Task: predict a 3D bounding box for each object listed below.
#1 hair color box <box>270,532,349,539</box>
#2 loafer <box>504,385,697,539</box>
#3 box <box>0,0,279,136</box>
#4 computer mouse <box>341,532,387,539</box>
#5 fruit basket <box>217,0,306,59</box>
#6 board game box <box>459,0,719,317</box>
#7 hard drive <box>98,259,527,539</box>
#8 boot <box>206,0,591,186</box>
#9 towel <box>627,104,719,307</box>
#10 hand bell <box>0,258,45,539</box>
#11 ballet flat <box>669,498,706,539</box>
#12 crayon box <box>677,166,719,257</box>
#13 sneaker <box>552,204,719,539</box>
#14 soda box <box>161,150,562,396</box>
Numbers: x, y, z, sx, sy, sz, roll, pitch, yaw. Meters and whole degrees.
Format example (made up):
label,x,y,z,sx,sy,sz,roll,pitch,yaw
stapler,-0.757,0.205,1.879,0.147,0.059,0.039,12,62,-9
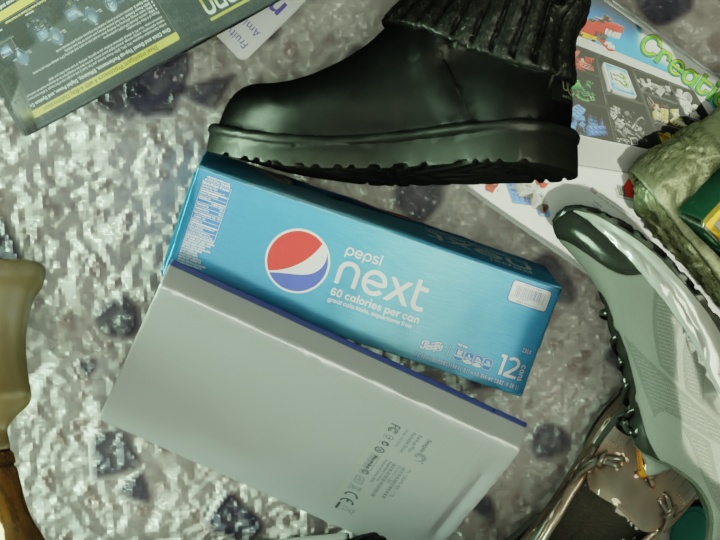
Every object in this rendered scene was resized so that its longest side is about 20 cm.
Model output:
label,x,y,z,sx,sy,sz,roll,pitch,yaw
hair color box,-0.103,0.193,0.968,0.199,0.100,0.061,-7,102,4
loafer,0.134,0.132,0.971,0.072,0.063,0.200,37,108,-3
box,-0.128,-0.176,0.886,0.200,0.049,0.162,-23,100,32
computer mouse,0.011,0.170,0.941,0.034,0.200,0.059,20,79,28
fruit basket,-0.055,-0.236,0.898,0.200,0.094,0.185,-43,99,10
board game box,0.153,-0.053,0.964,0.200,0.035,0.126,35,98,-7
hard drive,-0.029,0.079,0.954,0.199,0.025,0.132,25,139,-6
boot,0.023,-0.125,0.922,0.210,0.079,0.158,1,84,21
towel,0.248,-0.016,0.939,0.148,0.036,0.200,-39,100,4
hand bell,-0.185,0.105,0.921,0.104,0.104,0.201,-18,80,2
ballet flat,0.210,0.216,0.956,0.063,0.201,0.069,17,146,-29
crayon box,0.273,-0.055,0.890,0.126,0.052,0.200,43,93,-10
sneaker,0.154,0.053,0.911,0.079,0.074,0.200,-35,81,6
soda box,0.000,0.000,0.955,0.199,0.068,0.064,19,100,-5
